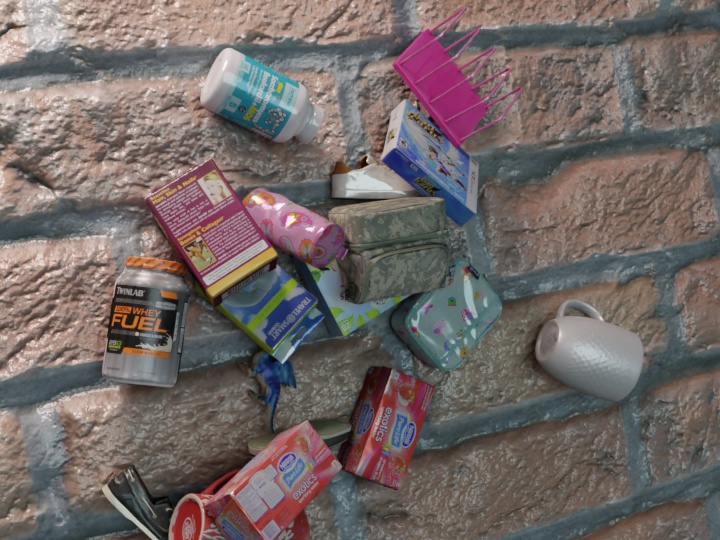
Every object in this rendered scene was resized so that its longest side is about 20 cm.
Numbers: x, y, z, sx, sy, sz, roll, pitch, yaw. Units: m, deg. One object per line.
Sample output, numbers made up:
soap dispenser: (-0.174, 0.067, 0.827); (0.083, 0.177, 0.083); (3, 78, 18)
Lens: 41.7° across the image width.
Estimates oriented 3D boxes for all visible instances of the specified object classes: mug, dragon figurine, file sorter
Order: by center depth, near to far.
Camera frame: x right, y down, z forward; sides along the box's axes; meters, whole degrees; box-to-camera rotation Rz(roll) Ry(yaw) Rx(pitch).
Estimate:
mug: (-0.211, 0.423, 1.563); (0.200, 0.178, 0.134); (19, 106, -37)
dragon figurine: (-0.147, 0.185, 1.647); (0.099, 0.059, 0.200); (-22, 96, -23)
file sorter: (0.190, -0.364, 1.766); (0.200, 0.125, 0.139); (50, 49, -15)
mug: (0.446, 0.145, 1.888); (0.175, 0.148, 0.200); (19, 50, -16)

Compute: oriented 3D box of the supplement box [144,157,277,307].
supplement box: (-0.243, -0.060, 1.551); (0.131, 0.103, 0.200); (-33, 84, -12)

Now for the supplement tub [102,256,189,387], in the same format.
supplement tub: (-0.343, 0.083, 1.526); (0.122, 0.123, 0.200); (9, 83, -24)

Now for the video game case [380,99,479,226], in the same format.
video game case: (0.133, -0.200, 1.742); (0.200, 0.045, 0.181); (38, 33, -19)

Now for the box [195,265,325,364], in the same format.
box: (-0.169, 0.049, 1.614); (0.200, 0.048, 0.122); (40, 71, 5)

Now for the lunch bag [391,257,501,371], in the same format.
lunch bag: (0.170, 0.082, 1.787); (0.200, 0.077, 0.160); (-46, 106, -19)

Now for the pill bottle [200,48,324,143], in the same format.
pill bottle: (-0.165, -0.292, 1.629); (0.200, 0.111, 0.111); (23, 79, -22)

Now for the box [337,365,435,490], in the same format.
box: (0.044, 0.282, 1.711); (0.100, 0.095, 0.200); (25, 78, -23)

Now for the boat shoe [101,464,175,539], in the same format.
boat shoe: (-0.330, 0.404, 1.547); (0.068, 0.072, 0.200); (-44, 103, -15)

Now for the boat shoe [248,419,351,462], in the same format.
boat shoe: (-0.105, 0.309, 1.654); (0.201, 0.072, 0.061); (-9, 105, -33)

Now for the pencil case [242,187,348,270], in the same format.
pencil case: (-0.116, -0.072, 1.597); (0.087, 0.200, 0.088); (-32, 135, -38)

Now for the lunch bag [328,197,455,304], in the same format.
lunch bag: (0.057, -0.035, 1.639); (0.200, 0.139, 0.168); (-10, 101, -26)

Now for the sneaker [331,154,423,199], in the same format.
sneaker: (0.045, -0.171, 1.741); (0.200, 0.073, 0.085); (0, 90, -23)

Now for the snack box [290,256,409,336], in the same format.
snack box: (0.000, 0.000, 1.717); (0.200, 0.068, 0.169); (-30, 99, -22)

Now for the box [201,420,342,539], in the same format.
box: (-0.138, 0.341, 1.496); (0.103, 0.095, 0.200); (54, 45, -4)
